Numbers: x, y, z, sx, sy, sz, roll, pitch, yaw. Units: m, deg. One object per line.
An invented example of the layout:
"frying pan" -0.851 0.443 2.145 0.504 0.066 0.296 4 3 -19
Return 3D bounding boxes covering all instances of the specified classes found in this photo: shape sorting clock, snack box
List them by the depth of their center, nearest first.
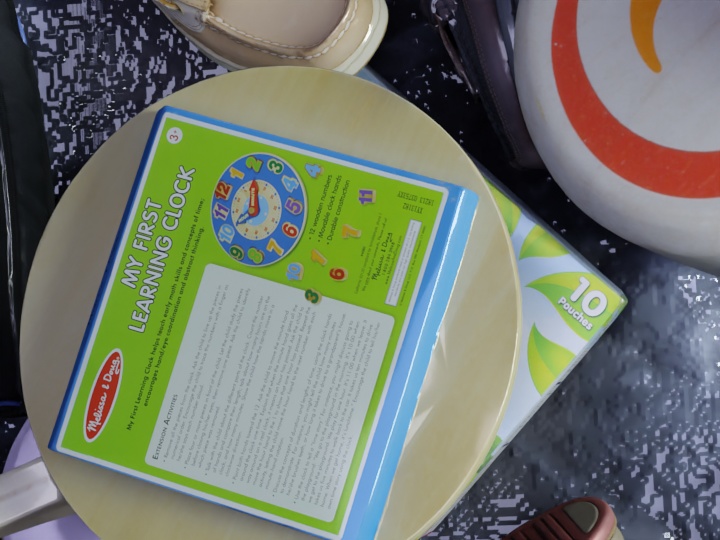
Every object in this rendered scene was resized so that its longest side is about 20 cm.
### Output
"shape sorting clock" -0.036 0.021 0.886 0.198 0.039 0.202 -3 79 13
"snack box" 0.000 0.000 1.049 0.200 0.053 0.142 41 94 9

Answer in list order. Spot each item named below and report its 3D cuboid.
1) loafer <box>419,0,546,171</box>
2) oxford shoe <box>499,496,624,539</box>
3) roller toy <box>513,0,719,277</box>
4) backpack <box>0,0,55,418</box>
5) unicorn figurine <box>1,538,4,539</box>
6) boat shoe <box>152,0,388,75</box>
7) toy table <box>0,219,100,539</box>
"loafer" 0.050 -0.135 1.044 0.063 0.072 0.201 -18 79 29
"oxford shoe" 0.056 0.189 1.039 0.075 0.070 0.200 39 95 -17
"roller toy" 0.168 -0.090 0.967 0.181 0.140 0.201 12 88 31
"backpack" -0.226 -0.034 1.025 0.146 0.183 0.202 -6 84 24
"unicorn figurine" -0.133 0.166 1.058 0.137 0.074 0.200 44 96 7
"boat shoe" -0.076 -0.144 1.025 0.199 0.069 0.074 32 89 31
"toy table" -0.069 0.068 0.966 0.199 0.117 0.184 -35 79 4
